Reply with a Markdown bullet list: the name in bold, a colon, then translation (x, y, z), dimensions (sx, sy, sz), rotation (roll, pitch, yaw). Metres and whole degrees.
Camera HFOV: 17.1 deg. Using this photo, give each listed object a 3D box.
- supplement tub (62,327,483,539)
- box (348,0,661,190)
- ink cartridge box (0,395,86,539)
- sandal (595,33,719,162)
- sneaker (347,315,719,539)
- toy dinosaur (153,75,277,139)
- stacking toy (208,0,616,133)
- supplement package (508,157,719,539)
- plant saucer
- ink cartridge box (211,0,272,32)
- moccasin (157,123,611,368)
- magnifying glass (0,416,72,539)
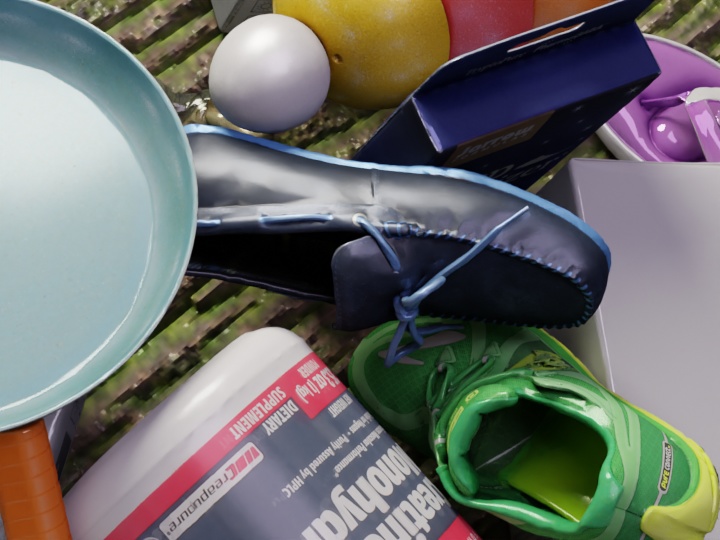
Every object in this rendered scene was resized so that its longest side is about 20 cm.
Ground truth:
- **supplement tub**: translation (-0.019, 0.136, 0.966), dimensions (0.200, 0.140, 0.140), rotation (47, 59, 3)
- **box**: translation (0.049, -0.055, 1.044), dimensions (0.121, 0.200, 0.033), rotation (-21, 78, -28)
- **ink cartridge box**: translation (-0.209, 0.024, 0.983), dimensions (0.199, 0.057, 0.163), rotation (14, 75, 6)
- **sandal**: translation (0.201, -0.058, 1.197), dimensions (0.202, 0.050, 0.083), rotation (35, 59, -5)
- **sneaker**: translation (0.060, 0.059, 0.982), dimensions (0.083, 0.200, 0.074), rotation (20, 94, -43)
- **toy dinosaur**: translation (-0.138, -0.064, 1.061), dimensions (0.199, 0.047, 0.089), rotation (16, 68, -3)
- **stacking toy**: translation (0.009, -0.118, 1.030), dimensions (0.200, 0.146, 0.146), rotation (-33, 83, -31)
- **supplement package**: translation (0.136, 0.065, 1.074), dimensions (0.119, 0.121, 0.201), rotation (1, 68, -22)
- **plant saucer**: translation (-0.162, -0.020, 0.930), dimensions (0.199, 0.027, 0.201), rotation (1, 62, -1)
- **ink cartridge box**: translation (0.018, -0.178, 1.173), dimensions (0.199, 0.050, 0.110), rotation (-5, 70, -24)
- **moccasin**: translation (0.000, 0.000, 0.975), dimensions (0.199, 0.081, 0.068), rotation (9, 49, 13)
- **magnifying glass**: translation (-0.111, 0.153, 0.922), dimensions (0.022, 0.079, 0.201), rotation (-43, 124, -63)
